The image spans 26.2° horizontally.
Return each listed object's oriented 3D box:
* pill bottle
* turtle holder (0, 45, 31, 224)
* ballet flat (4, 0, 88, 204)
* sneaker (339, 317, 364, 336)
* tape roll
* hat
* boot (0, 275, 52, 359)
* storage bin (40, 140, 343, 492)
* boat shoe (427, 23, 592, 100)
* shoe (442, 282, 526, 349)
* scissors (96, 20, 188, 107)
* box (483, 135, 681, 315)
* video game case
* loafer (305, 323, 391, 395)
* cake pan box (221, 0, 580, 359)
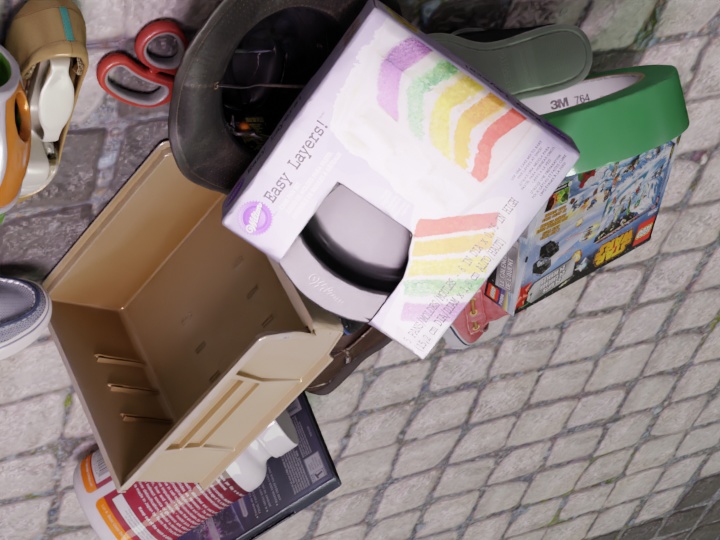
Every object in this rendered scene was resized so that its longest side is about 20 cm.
[{"bbox_3d":[-0.164,0.182,1.478,0.199,0.113,0.113,-32,148,5],"label":"pill bottle"},{"bbox_3d":[-0.294,-0.103,0.986,0.132,0.185,0.141,-51,174,32],"label":"turtle holder"},{"bbox_3d":[-0.233,-0.100,1.083,0.068,0.063,0.200,-8,142,-30],"label":"ballet flat"},{"bbox_3d":[0.000,0.000,1.364,0.199,0.077,0.076,-18,122,40],"label":"sneaker"},{"bbox_3d":[0.160,-0.116,1.241,0.199,0.048,0.200,-16,-168,3],"label":"tape roll"},{"bbox_3d":[-0.064,-0.151,1.122,0.200,0.081,0.201,-18,135,-19],"label":"hat"},{"bbox_3d":[-0.329,0.027,1.172,0.199,0.073,0.091,-13,150,-23],"label":"boot"},{"bbox_3d":[-0.136,0.035,1.217,0.093,0.201,0.199,13,129,-48],"label":"storage bin"},{"bbox_3d":[0.089,-0.158,1.252,0.199,0.076,0.060,-7,-173,-22],"label":"boat shoe"},{"bbox_3d":[0.119,0.029,1.473,0.090,0.072,0.200,-7,167,14],"label":"shoe"},{"bbox_3d":[-0.115,-0.135,1.178,0.073,0.014,0.200,-44,146,17],"label":"scissors"},{"bbox_3d":[0.198,-0.057,1.361,0.199,0.040,0.138,-25,138,-38],"label":"box"},{"bbox_3d":[-0.124,0.211,1.523,0.199,0.143,0.019,-33,129,5],"label":"video game case"},{"bbox_3d":[-0.020,0.052,1.444,0.071,0.073,0.200,2,138,-38],"label":"loafer"},{"bbox_3d":[0.025,-0.061,1.099,0.184,0.052,0.200,36,105,-11],"label":"cake pan box"}]
